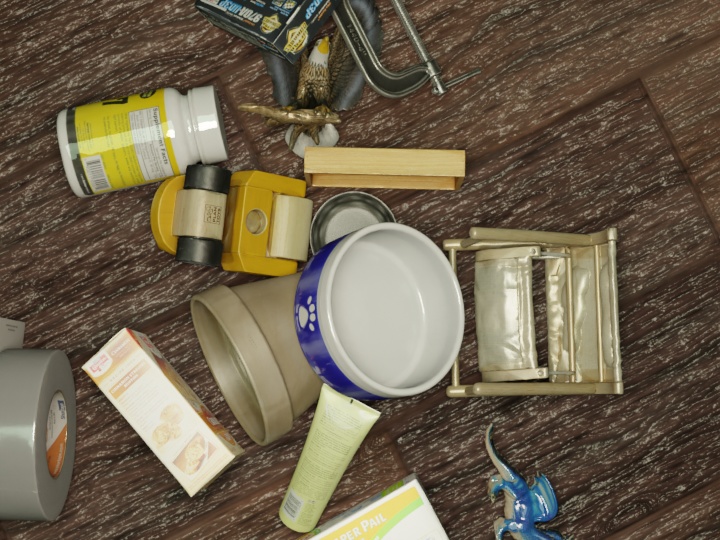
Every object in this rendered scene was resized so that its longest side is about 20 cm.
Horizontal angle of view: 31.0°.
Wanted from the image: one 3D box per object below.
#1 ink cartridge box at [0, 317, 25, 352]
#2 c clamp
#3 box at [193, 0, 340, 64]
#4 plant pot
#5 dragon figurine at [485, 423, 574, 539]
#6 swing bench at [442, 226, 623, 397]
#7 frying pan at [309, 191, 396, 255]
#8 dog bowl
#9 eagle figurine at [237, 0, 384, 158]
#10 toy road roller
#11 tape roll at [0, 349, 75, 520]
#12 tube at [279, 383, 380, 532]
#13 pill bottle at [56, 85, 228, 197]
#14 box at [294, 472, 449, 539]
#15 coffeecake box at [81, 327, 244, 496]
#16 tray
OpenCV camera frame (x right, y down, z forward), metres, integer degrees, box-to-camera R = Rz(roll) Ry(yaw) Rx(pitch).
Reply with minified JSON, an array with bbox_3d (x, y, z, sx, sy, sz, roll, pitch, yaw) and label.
[{"bbox_3d":[-0.509,0.152,1.588,0.144,0.146,0.203,6,85,0],"label":"ink cartridge box"},{"bbox_3d":[0.045,-0.300,1.643,0.170,0.027,0.201,-35,95,-34],"label":"c clamp"},{"bbox_3d":[-0.102,-0.357,1.619,0.160,0.046,0.199,-53,44,-4],"label":"box"},{"bbox_3d":[-0.089,0.084,1.584,0.172,0.200,0.202,-27,85,-18],"label":"plant pot"},{"bbox_3d":[0.211,0.284,1.617,0.098,0.059,0.203,-10,86,-1],"label":"dragon figurine"},{"bbox_3d":[0.213,0.054,1.602,0.197,0.130,0.202,1,84,-13],"label":"swing bench"},{"bbox_3d":[0.013,-0.011,1.657,0.114,0.031,0.191,-34,89,-2],"label":"frying pan"},{"bbox_3d":[0.023,0.050,1.523,0.198,0.078,0.203,9,75,-33],"label":"dog bowl"},{"bbox_3d":[-0.057,-0.260,1.648,0.151,0.150,0.202,35,45,-34],"label":"eagle figurine"},{"bbox_3d":[-0.171,-0.062,1.634,0.198,0.145,0.125,9,86,-36],"label":"toy road roller"},{"bbox_3d":[-0.394,0.195,1.550,0.065,0.200,0.203,1,85,2],"label":"tape roll"},{"bbox_3d":[-0.043,0.231,1.578,0.057,0.052,0.202,3,125,-30],"label":"tube"},{"bbox_3d":[-0.271,-0.166,1.631,0.197,0.114,0.116,-12,85,-1],"label":"pill bottle"},{"bbox_3d":[0.005,0.343,1.587,0.198,0.113,0.102,-29,85,-1],"label":"box"},{"bbox_3d":[-0.236,0.171,1.582,0.073,0.154,0.200,-41,86,-4],"label":"coffeecake box"},{"bbox_3d":[0.030,-0.129,1.633,0.197,0.099,0.038,2,84,1],"label":"tray"}]
